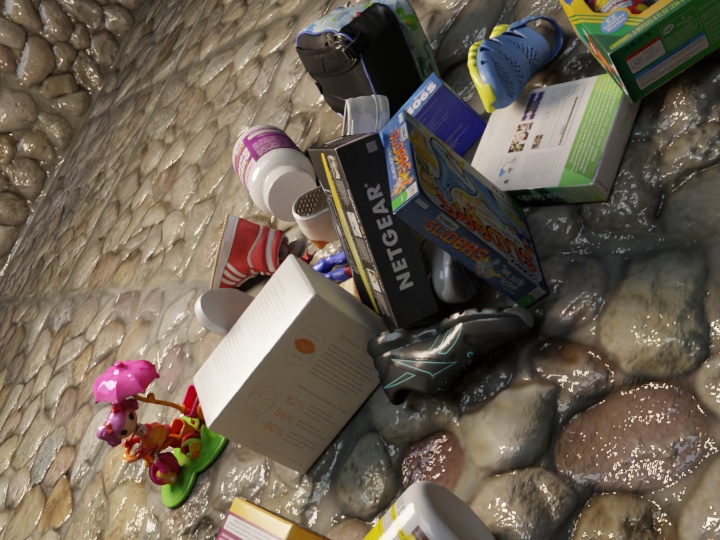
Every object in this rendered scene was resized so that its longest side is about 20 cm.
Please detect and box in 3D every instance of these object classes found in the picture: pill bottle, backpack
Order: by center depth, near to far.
[{"bbox_3d":[0.027,0.294,0.740,0.201,0.109,0.109,-50,33,10],"label":"pill bottle"},{"bbox_3d":[0.012,-0.304,1.223,0.147,0.184,0.199,-39,30,-17],"label":"backpack"},{"bbox_3d":[-0.135,-0.154,1.346,0.113,0.112,0.200,-51,32,8],"label":"pill bottle"}]

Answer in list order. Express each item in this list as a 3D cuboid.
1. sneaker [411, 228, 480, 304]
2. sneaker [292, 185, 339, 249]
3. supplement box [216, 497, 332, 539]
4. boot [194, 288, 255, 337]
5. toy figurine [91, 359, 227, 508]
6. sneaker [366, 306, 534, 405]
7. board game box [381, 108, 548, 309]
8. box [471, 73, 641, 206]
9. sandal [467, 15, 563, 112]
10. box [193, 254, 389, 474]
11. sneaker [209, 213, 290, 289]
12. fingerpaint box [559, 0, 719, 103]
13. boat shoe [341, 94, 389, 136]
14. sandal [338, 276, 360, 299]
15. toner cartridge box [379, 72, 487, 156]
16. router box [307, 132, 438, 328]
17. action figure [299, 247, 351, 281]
[{"bbox_3d":[0.084,-0.020,0.962,0.081,0.075,0.201,-26,29,14],"label":"sneaker"},{"bbox_3d":[0.018,-0.088,1.056,0.198,0.085,0.073,-20,44,8],"label":"sneaker"},{"bbox_3d":[-0.105,0.359,0.867,0.130,0.103,0.202,2,63,54],"label":"supplement box"},{"bbox_3d":[-0.149,0.084,1.088,0.095,0.199,0.074,-39,54,31],"label":"boot"},{"bbox_3d":[-0.301,0.211,1.184,0.149,0.183,0.202,8,69,55],"label":"toy figurine"},{"bbox_3d":[0.098,0.088,0.881,0.198,0.075,0.080,-20,74,37],"label":"sneaker"},{"bbox_3d":[0.107,-0.061,0.856,0.034,0.199,0.136,-37,37,28],"label":"board game box"},{"bbox_3d":[0.212,-0.143,0.943,0.199,0.036,0.146,1,63,55],"label":"box"},{"bbox_3d":[0.188,-0.257,0.999,0.086,0.080,0.201,-12,30,32],"label":"sandal"},{"bbox_3d":[-0.076,0.113,0.995,0.201,0.152,0.106,-50,33,8],"label":"box"},{"bbox_3d":[-0.176,-0.010,1.332,0.201,0.111,0.072,117,164,-57],"label":"sneaker"},{"bbox_3d":[0.322,-0.292,0.854,0.199,0.073,0.168,-32,38,16],"label":"fingerpaint box"},{"bbox_3d":[-0.013,-0.160,1.151,0.201,0.068,0.073,115,153,-57],"label":"boat shoe"},{"bbox_3d":[0.000,0.004,1.065,0.211,0.069,0.078,-35,38,31],"label":"sandal"},{"bbox_3d":[0.063,-0.149,1.091,0.200,0.095,0.043,-46,32,16],"label":"toner cartridge box"},{"bbox_3d":[0.010,-0.050,0.931,0.052,0.202,0.157,-22,13,-10],"label":"router box"},{"bbox_3d":[-0.066,0.011,1.172,0.199,0.051,0.066,-36,41,33],"label":"action figure"}]
